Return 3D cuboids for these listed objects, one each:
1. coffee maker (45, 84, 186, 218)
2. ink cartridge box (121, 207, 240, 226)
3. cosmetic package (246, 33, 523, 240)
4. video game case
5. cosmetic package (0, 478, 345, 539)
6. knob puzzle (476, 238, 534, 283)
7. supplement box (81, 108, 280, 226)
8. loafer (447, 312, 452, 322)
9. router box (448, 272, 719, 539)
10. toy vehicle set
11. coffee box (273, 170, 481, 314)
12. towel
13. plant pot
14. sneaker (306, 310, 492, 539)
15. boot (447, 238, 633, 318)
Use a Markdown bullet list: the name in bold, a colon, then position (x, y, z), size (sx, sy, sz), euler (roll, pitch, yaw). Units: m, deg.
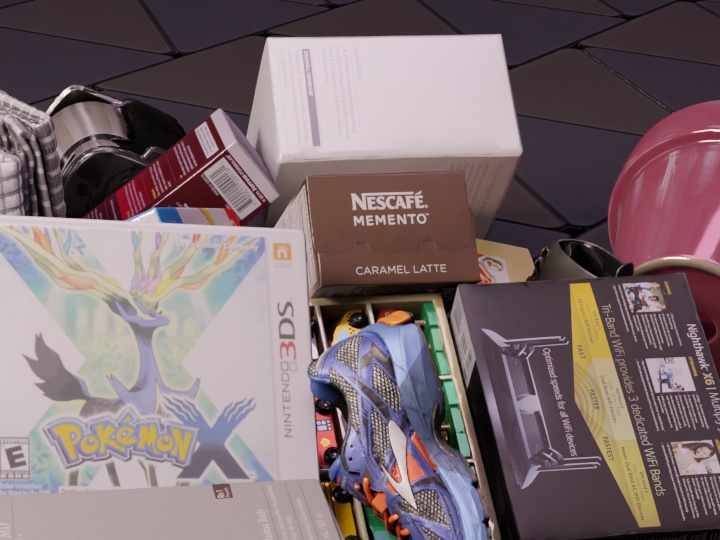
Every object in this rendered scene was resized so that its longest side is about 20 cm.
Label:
- **coffee maker**: position (-0.181, -0.073, 1.866), size (0.192, 0.135, 0.200), euler (-3, 20, -15)
- **ink cartridge box**: position (-0.109, 0.022, 1.440), size (0.067, 0.116, 0.200), euler (-23, -4, 14)
- **cosmetic package**: position (0.013, -0.094, 1.805), size (0.199, 0.199, 0.123), euler (-1, 62, -11)
- **video game case**: position (-0.125, 0.058, 1.297), size (0.199, 0.183, 0.022), euler (2, -20, -17)
- **cosmetic package**: position (-0.113, 0.178, 1.211), size (0.199, 0.090, 0.107), euler (0, 22, -13)
- **knob puzzle**: position (0.060, 0.034, 1.694), size (0.219, 0.031, 0.220), euler (14, 32, -9)
- **supplement box**: position (-0.164, -0.033, 1.699), size (0.200, 0.061, 0.109), euler (-37, 21, 3)
- **loafer**: position (0.130, 0.083, 1.466), size (0.200, 0.076, 0.067), euler (32, 17, 30)
- **router box**: position (0.151, 0.096, 1.372), size (0.157, 0.052, 0.200), euler (-2, 51, -11)
- **toy vehicle set**: position (0.008, 0.103, 1.365), size (0.124, 0.027, 0.200), euler (-4, 53, -13)
- **coffee box**: position (0.000, 0.000, 1.509), size (0.114, 0.080, 0.200), euler (-3, -16, -15)
- **towel**: position (-0.275, -0.053, 1.540), size (0.085, 0.166, 0.200), euler (-25, 35, -35)
- **plant pot**: position (0.270, -0.003, 1.634), size (0.199, 0.200, 0.179), euler (9, 35, 21)
- **sneaker**: position (0.023, 0.125, 1.284), size (0.078, 0.075, 0.200), euler (-16, 65, -9)
- **boot**: position (0.117, 0.021, 1.565), size (0.200, 0.139, 0.077), euler (27, 31, 35)
